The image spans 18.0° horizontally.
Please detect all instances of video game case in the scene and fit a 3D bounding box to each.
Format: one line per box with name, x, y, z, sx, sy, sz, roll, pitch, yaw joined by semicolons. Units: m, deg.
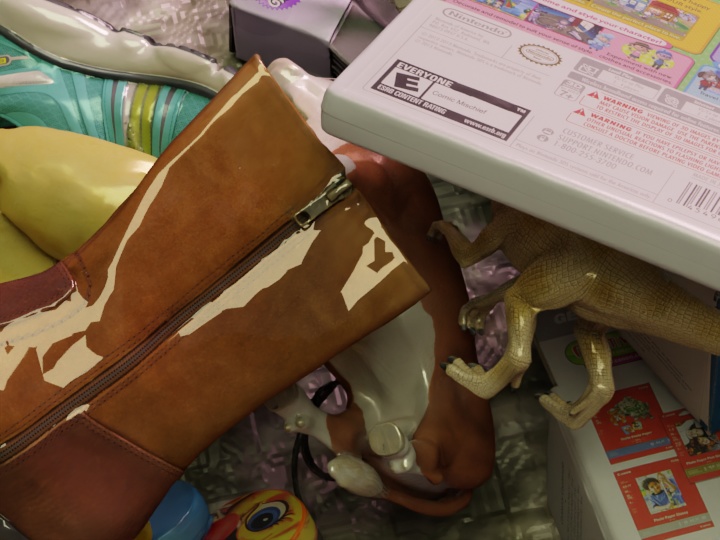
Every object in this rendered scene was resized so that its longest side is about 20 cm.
video game case;0.113;-0.063;0.818;0.200;0.022;0.182;22;40;15

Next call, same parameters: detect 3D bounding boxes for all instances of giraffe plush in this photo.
giraffe plush;-0.155;0.029;0.886;0.173;0.200;0.162;1;64;44

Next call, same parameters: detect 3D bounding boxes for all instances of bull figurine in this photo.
bull figurine;0.000;0.000;0.891;0.065;0.121;0.200;-25;78;25

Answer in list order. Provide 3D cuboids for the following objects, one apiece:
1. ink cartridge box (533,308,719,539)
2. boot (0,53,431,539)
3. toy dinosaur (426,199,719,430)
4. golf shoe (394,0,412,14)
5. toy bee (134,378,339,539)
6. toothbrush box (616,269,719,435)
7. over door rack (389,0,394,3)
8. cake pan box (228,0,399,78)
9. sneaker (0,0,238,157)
ink cartridge box;0.182;0.079;0.906;0.200;0.084;0.176;-13;49;-7
boot;-0.105;-0.002;0.787;0.200;0.068;0.188;-41;94;1
toy dinosaur;0.078;0.004;0.818;0.200;0.058;0.101;45;115;40
golf shoe;0.095;-0.160;0.948;0.200;0.097;0.078;-38;99;-29
toy bee;-0.057;0.116;0.870;0.131;0.109;0.200;39;80;-29
toothbrush box;0.180;-0.047;0.908;0.200;0.085;0.146;-23;51;-17
over door rack;-0.034;-0.204;1.014;0.200;0.067;0.148;14;63;7
cake pan box;0.058;-0.148;1.050;0.184;0.052;0.200;23;65;13
sneaker;-0.096;-0.061;1.004;0.200;0.078;0.080;19;86;12
